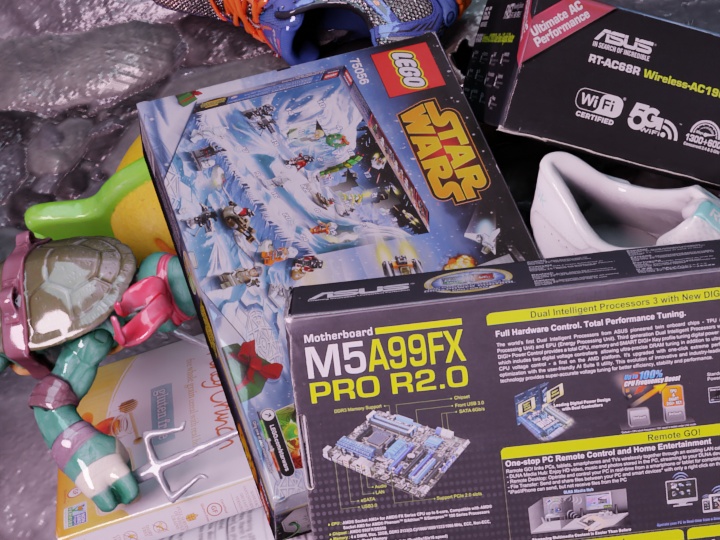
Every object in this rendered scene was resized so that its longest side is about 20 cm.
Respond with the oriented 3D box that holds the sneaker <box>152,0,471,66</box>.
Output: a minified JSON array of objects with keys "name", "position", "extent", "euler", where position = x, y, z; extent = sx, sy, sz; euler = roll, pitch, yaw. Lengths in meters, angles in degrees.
[{"name":"sneaker","position":[-0.041,-0.154,1.064],"extent":[0.200,0.075,0.079],"euler":[10,57,26]}]

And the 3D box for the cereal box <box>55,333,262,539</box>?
[{"name":"cereal box","position":[-0.039,0.066,0.866],"extent":[0.200,0.040,0.144],"euler":[-19,26,1]}]

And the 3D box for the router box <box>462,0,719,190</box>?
[{"name":"router box","position":[0.130,-0.077,0.842],"extent":[0.150,0.200,0.062],"euler":[15,96,-4]}]

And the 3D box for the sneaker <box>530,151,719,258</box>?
[{"name":"sneaker","position":[0.147,0.011,0.717],"extent":[0.200,0.089,0.075],"euler":[22,58,30]}]

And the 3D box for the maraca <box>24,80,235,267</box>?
[{"name":"maraca","position":[-0.069,-0.030,0.914],"extent":[0.200,0.137,0.107],"euler":[-16,64,26]}]

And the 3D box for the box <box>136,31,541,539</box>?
[{"name":"box","position":[0.000,0.000,0.773],"extent":[0.137,0.040,0.200],"euler":[-15,57,-11]}]

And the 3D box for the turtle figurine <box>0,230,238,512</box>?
[{"name":"turtle figurine","position":[-0.133,0.030,0.831],"extent":[0.200,0.101,0.150],"euler":[-8,30,14]}]

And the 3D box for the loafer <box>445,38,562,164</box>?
[{"name":"loafer","position":[0.043,-0.089,0.981],"extent":[0.200,0.071,0.073],"euler":[-21,48,-2]}]

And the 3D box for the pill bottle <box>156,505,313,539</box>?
[{"name":"pill bottle","position":[-0.025,0.150,0.768],"extent":[0.200,0.113,0.113],"euler":[-18,48,1]}]

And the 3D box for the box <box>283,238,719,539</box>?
[{"name":"box","position":[0.080,0.076,0.672],"extent":[0.200,0.161,0.044],"euler":[-7,12,2]}]
